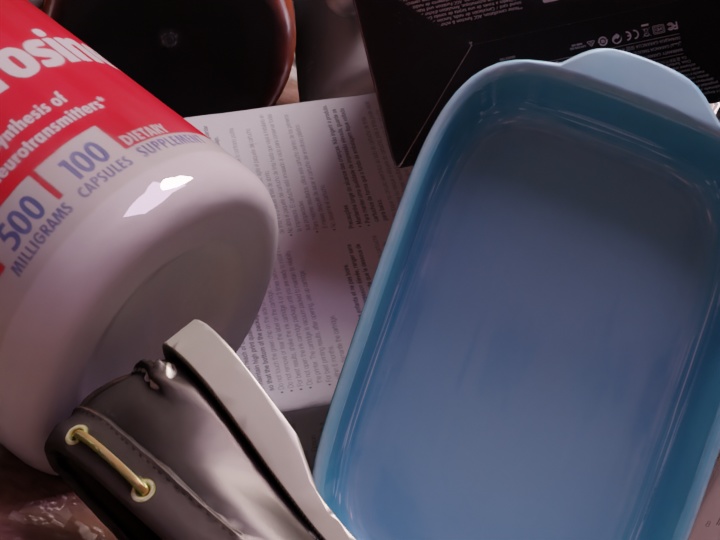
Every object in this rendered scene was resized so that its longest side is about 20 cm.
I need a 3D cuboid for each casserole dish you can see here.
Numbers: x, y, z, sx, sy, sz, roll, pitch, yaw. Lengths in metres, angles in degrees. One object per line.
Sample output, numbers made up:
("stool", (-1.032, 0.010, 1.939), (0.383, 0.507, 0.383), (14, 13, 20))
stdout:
("casserole dish", (0.056, 0.029, 0.742), (0.120, 0.201, 0.039), (20, -4, -5))

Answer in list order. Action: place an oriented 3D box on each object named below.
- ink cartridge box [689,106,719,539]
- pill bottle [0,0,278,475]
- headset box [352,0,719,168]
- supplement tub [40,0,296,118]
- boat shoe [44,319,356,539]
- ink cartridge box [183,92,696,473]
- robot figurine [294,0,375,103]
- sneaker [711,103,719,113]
("ink cartridge box", (0.174, 0.029, 0.829), (0.128, 0.201, 0.125), (18, 22, -20))
("pill bottle", (-0.131, -0.035, 0.740), (0.200, 0.113, 0.112), (37, 23, 23))
("headset box", (0.089, -0.108, 0.847), (0.148, 0.078, 0.200), (-11, 13, 13))
("supplement tub", (-0.084, -0.132, 1.021), (0.106, 0.107, 0.200), (22, 22, -14))
("boat shoe", (-0.015, 0.104, 0.639), (0.201, 0.060, 0.072), (51, -14, 30))
("ink cartridge box", (0.000, 0.000, 0.847), (0.198, 0.044, 0.197), (-9, 34, -5))
("robot figurine", (0.026, -0.110, 1.020), (0.170, 0.112, 0.201), (49, 31, -55))
("sneaker", (0.128, -0.044, 1.141), (0.199, 0.118, 0.074), (-14, 64, -15))
